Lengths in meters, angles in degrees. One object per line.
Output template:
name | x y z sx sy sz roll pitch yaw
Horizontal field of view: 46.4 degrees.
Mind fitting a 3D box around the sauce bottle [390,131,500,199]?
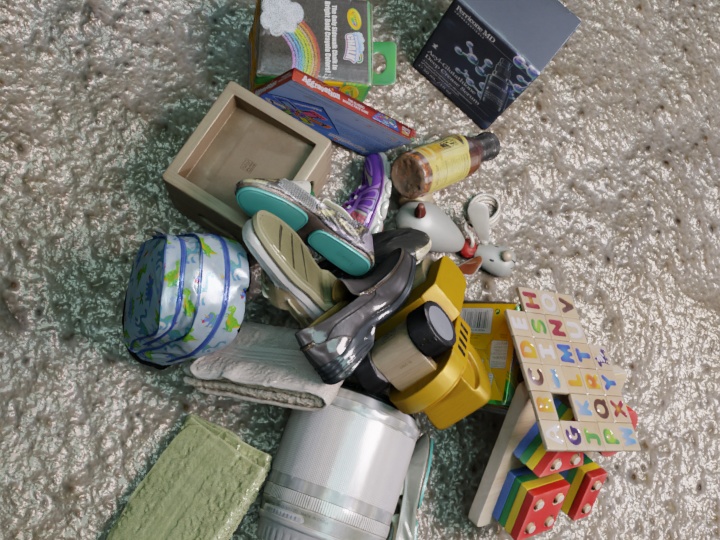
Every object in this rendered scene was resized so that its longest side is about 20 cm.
sauce bottle | 0.122 -0.152 1.155 0.199 0.066 0.067 -27 85 -46

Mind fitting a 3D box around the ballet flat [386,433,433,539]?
ballet flat | 0.049 0.305 1.072 0.062 0.067 0.204 11 76 -4

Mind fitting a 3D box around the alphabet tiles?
alphabet tiles | 0.245 0.114 0.989 0.165 0.008 0.203 9 57 -35

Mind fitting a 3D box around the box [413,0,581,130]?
box | 0.182 -0.312 1.163 0.148 0.200 0.107 41 72 -2

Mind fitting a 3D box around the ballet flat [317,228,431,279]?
ballet flat | 0.000 0.000 1.078 0.197 0.067 0.057 -23 127 8

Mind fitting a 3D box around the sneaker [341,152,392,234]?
sneaker | -0.008 -0.070 1.132 0.082 0.081 0.203 17 75 -3

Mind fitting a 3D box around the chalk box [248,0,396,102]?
chalk box | -0.049 -0.286 1.143 0.196 0.124 0.127 4 76 -14

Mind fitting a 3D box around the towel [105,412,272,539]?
towel | -0.204 0.280 0.997 0.147 0.037 0.202 22 69 31

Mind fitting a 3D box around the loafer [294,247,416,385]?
loafer | 0.000 0.034 0.961 0.072 0.072 0.201 47 50 -13

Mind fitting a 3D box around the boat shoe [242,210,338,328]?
boat shoe | -0.083 0.012 0.979 0.068 0.200 0.076 -23 44 19

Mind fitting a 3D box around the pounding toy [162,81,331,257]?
pounding toy | -0.130 -0.093 1.089 0.198 0.142 0.186 31 74 7

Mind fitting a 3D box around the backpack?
backpack | -0.204 0.028 0.978 0.153 0.198 0.166 23 72 -46

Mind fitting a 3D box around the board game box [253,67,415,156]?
board game box | -0.033 -0.202 1.101 0.198 0.102 0.020 21 71 -34

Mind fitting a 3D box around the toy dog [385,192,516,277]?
toy dog | 0.127 -0.054 1.149 0.196 0.096 0.135 0 78 -13

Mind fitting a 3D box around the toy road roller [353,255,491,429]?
toy road roller | 0.084 0.094 1.007 0.146 0.122 0.201 47 27 -15

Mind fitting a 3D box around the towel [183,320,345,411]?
towel | -0.103 0.109 1.009 0.196 0.133 0.035 5 118 22

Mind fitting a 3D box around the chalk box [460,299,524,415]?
chalk box | 0.197 0.125 1.095 0.199 0.123 0.126 24 72 -44

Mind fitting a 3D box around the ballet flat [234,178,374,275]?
ballet flat | -0.063 -0.066 0.999 0.199 0.072 0.073 32 71 -28

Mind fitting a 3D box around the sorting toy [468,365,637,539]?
sorting toy | 0.252 0.230 1.042 0.197 0.069 0.202 -3 119 -38

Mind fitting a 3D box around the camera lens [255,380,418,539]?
camera lens | -0.026 0.244 1.016 0.158 0.160 0.203 22 74 -8
